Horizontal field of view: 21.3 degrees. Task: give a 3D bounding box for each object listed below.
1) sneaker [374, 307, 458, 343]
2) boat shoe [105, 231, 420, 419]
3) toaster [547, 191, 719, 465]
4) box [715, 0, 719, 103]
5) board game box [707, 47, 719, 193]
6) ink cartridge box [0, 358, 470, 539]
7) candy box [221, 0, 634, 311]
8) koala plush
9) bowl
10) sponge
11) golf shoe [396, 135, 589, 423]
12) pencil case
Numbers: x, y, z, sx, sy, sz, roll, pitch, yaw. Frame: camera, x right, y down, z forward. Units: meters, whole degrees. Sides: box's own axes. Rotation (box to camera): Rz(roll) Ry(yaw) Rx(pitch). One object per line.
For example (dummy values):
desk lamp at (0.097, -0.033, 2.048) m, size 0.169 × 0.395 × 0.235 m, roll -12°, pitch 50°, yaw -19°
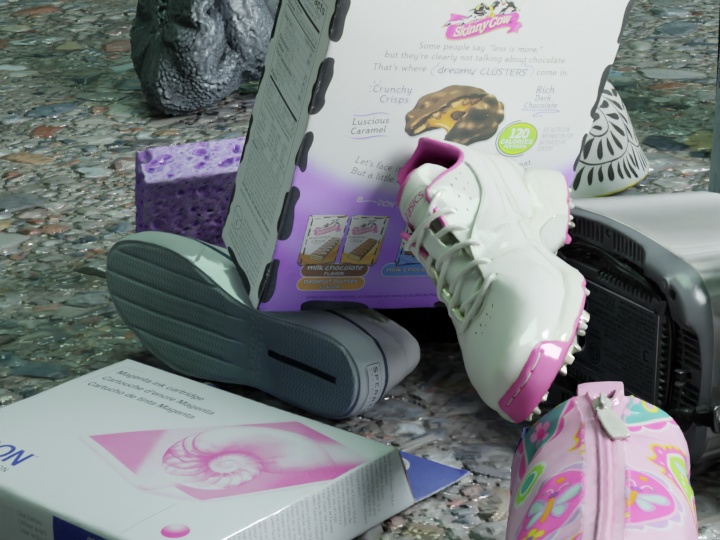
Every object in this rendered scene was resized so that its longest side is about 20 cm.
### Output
sneaker at (0.000, 0.000, 1.132) m, size 0.198 × 0.073 × 0.083 m, roll 9°, pitch 23°, yaw 30°
boat shoe at (-0.056, 0.030, 1.070) m, size 0.199 × 0.074 × 0.066 m, roll 27°, pitch 27°, yaw 32°
toaster at (0.174, 0.025, 0.979) m, size 0.128 × 0.115 × 0.200 m, roll -9°, pitch 18°, yaw -26°
box at (0.359, -0.166, 1.374) m, size 0.122 × 0.202 × 0.198 m, roll -11°, pitch 20°, yaw -25°
board game box at (0.261, -0.063, 1.169) m, size 0.063 × 0.149 × 0.200 m, roll 1°, pitch 19°, yaw 1°
ink cartridge box at (-0.082, 0.092, 0.924) m, size 0.195 × 0.044 × 0.199 m, roll 14°, pitch 26°, yaw 40°
candy box at (0.032, -0.080, 1.002) m, size 0.166 × 0.202 × 0.072 m, roll 0°, pitch 36°, yaw -25°
koala plush at (-0.086, -0.212, 1.678) m, size 0.198 × 0.186 × 0.177 m, roll 11°, pitch -2°, yaw -30°
bowl at (0.119, -0.122, 1.438) m, size 0.198 × 0.095 × 0.201 m, roll -1°, pitch 19°, yaw 0°
sponge at (-0.045, -0.045, 1.220) m, size 0.198 × 0.112 × 0.030 m, roll -8°, pitch 57°, yaw -14°
golf shoe at (0.054, 0.000, 0.899) m, size 0.091 × 0.076 × 0.201 m, roll 27°, pitch 24°, yaw -12°
pencil case at (0.096, 0.116, 0.765) m, size 0.086 × 0.088 × 0.200 m, roll 0°, pitch 20°, yaw 8°
